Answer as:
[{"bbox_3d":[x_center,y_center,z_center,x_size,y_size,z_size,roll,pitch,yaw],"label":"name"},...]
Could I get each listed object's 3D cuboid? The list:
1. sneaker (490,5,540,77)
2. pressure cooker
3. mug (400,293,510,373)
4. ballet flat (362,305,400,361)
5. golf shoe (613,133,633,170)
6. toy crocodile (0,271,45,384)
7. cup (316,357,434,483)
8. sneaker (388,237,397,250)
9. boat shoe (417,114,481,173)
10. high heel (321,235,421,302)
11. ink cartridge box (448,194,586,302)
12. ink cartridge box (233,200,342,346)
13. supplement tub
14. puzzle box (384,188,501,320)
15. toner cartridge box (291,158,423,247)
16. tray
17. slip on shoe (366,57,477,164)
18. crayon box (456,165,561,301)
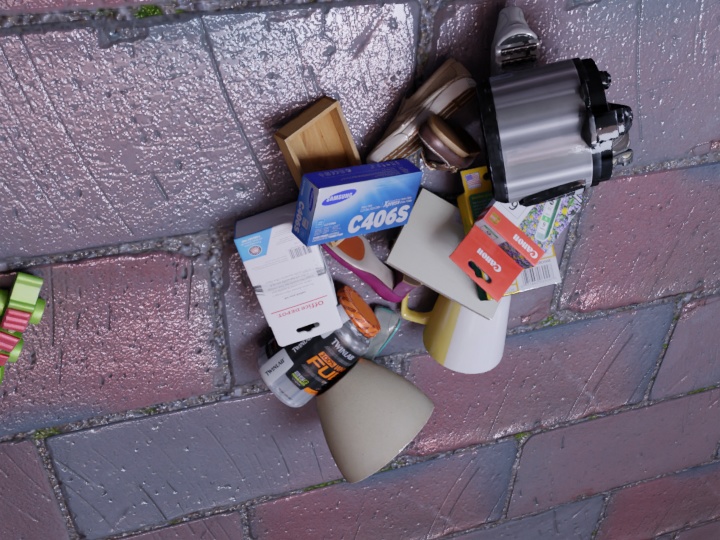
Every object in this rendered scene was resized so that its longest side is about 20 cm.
[{"bbox_3d":[0.220,-0.291,1.030,0.074,0.082,0.201,-6,148,1],"label":"sneaker"},{"bbox_3d":[0.262,-0.191,0.952,0.196,0.179,0.179,-11,147,10],"label":"pressure cooker"},{"bbox_3d":[0.177,0.074,1.226,0.183,0.150,0.155,-4,131,-16],"label":"mug"},{"bbox_3d":[0.007,0.147,1.287,0.063,0.068,0.202,26,115,-4],"label":"ballet flat"},{"bbox_3d":[0.358,-0.195,1.154,0.198,0.078,0.096,-26,120,-21],"label":"golf shoe"},{"bbox_3d":[-0.513,0.087,1.025,0.067,0.062,0.201,22,114,-33],"label":"toy crocodile"},{"bbox_3d":[0.006,0.236,1.203,0.200,0.200,0.144,-40,91,10],"label":"cup"},{"bbox_3d":[0.142,-0.052,1.188,0.196,0.078,0.087,-5,92,-10],"label":"sneaker"},{"bbox_3d":[0.122,-0.173,1.025,0.070,0.071,0.199,-39,166,19],"label":"boat shoe"},{"bbox_3d":[0.000,0.000,1.174,0.198,0.068,0.096,30,143,-20],"label":"high heel"},{"bbox_3d":[0.235,-0.064,1.059,0.109,0.050,0.201,40,81,-2],"label":"ink cartridge box"},{"bbox_3d":[-0.108,0.007,1.093,0.114,0.068,0.203,-17,119,2],"label":"ink cartridge box"},{"bbox_3d":[-0.069,0.125,1.190,0.199,0.123,0.122,-41,129,11],"label":"supplement tub"},{"bbox_3d":[0.153,-0.024,1.136,0.198,0.025,0.135,29,82,-5],"label":"puzzle box"},{"bbox_3d":[-0.002,-0.101,1.026,0.198,0.043,0.096,-16,133,-38],"label":"toner cartridge box"},{"bbox_3d":[-0.046,-0.142,1.039,0.098,0.037,0.202,-39,134,-18],"label":"tray"},{"bbox_3d":[0.079,-0.226,1.033,0.199,0.061,0.076,-39,165,30],"label":"slip on shoe"},{"bbox_3d":[0.229,-0.065,1.111,0.123,0.052,0.204,-12,89,-8],"label":"crayon box"}]
